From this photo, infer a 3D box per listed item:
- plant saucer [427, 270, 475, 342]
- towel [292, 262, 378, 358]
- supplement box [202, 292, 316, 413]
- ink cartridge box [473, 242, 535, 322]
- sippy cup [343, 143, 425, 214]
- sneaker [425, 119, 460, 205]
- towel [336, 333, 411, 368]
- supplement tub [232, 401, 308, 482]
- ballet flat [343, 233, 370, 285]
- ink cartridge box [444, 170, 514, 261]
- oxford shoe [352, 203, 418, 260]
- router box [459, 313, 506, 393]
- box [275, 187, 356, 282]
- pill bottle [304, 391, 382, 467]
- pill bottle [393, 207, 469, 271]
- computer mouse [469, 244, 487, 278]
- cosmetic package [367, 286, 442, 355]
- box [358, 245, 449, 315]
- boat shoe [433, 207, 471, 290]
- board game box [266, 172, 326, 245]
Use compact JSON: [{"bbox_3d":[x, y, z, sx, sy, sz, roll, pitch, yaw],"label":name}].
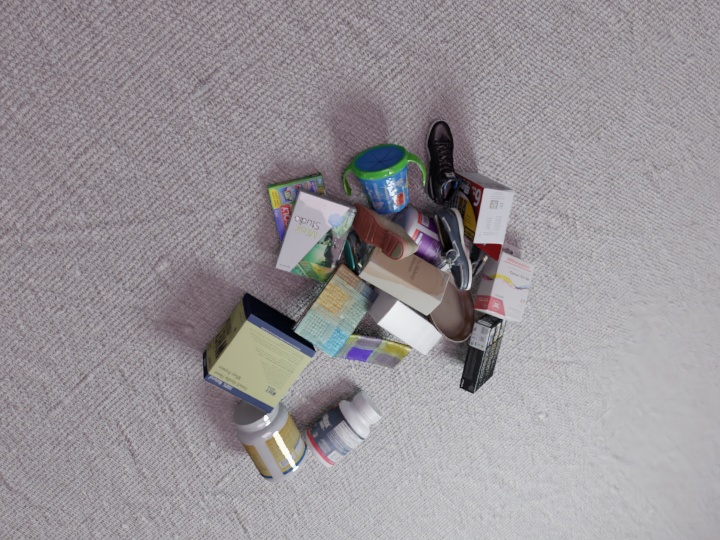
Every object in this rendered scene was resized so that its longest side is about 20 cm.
[{"bbox_3d":[0.229,0.091,1.612,0.199,0.032,0.202,18,63,-39],"label":"plant saucer"},{"bbox_3d":[-0.059,0.100,1.499,0.146,0.022,0.201,41,80,-30],"label":"towel"},{"bbox_3d":[-0.254,0.205,1.523,0.199,0.134,0.200,33,99,-24],"label":"supplement box"},{"bbox_3d":[0.389,0.024,1.634,0.116,0.067,0.202,18,82,-22],"label":"ink cartridge box"},{"bbox_3d":[0.058,-0.211,1.460,0.139,0.177,0.131,-39,131,-29],"label":"sippy cup"},{"bbox_3d":[0.209,-0.258,1.486,0.072,0.112,0.202,-6,112,-14],"label":"sneaker"},{"bbox_3d":[0.024,0.212,1.617,0.198,0.023,0.144,15,147,-17],"label":"towel"},{"bbox_3d":[-0.237,0.435,1.610,0.144,0.145,0.201,-25,115,-5],"label":"supplement tub"},{"bbox_3d":[0.000,0.000,1.555,0.073,0.074,0.202,-10,116,-11],"label":"ballet flat"},{"bbox_3d":[0.280,-0.136,1.502,0.083,0.200,0.177,2,109,-16],"label":"ink cartridge box"},{"bbox_3d":[0.053,-0.092,1.450,0.073,0.200,0.071,-12,137,-44],"label":"oxford shoe"},{"bbox_3d":[0.341,0.221,1.694,0.149,0.051,0.202,-19,124,-56],"label":"router box"},{"bbox_3d":[-0.108,-0.079,1.466,0.143,0.036,0.202,16,110,-12],"label":"box"},{"bbox_3d":[-0.044,0.427,1.675,0.200,0.120,0.120,-40,115,2],"label":"pill bottle"},{"bbox_3d":[0.174,-0.069,1.549,0.199,0.113,0.113,27,101,-23],"label":"pill bottle"},{"bbox_3d":[0.309,-0.052,1.582,0.046,0.140,0.200,39,91,-2],"label":"computer mouse"},{"bbox_3d":[0.112,0.124,1.591,0.199,0.108,0.085,34,100,-34],"label":"cosmetic package"},{"bbox_3d":[0.107,0.013,1.489,0.199,0.095,0.078,29,143,-7],"label":"box"},{"bbox_3d":[0.219,-0.048,1.468,0.061,0.075,0.202,-13,99,-23],"label":"boat shoe"},{"bbox_3d":[-0.139,-0.123,1.488,0.133,0.029,0.202,-16,114,-10],"label":"board game box"}]
